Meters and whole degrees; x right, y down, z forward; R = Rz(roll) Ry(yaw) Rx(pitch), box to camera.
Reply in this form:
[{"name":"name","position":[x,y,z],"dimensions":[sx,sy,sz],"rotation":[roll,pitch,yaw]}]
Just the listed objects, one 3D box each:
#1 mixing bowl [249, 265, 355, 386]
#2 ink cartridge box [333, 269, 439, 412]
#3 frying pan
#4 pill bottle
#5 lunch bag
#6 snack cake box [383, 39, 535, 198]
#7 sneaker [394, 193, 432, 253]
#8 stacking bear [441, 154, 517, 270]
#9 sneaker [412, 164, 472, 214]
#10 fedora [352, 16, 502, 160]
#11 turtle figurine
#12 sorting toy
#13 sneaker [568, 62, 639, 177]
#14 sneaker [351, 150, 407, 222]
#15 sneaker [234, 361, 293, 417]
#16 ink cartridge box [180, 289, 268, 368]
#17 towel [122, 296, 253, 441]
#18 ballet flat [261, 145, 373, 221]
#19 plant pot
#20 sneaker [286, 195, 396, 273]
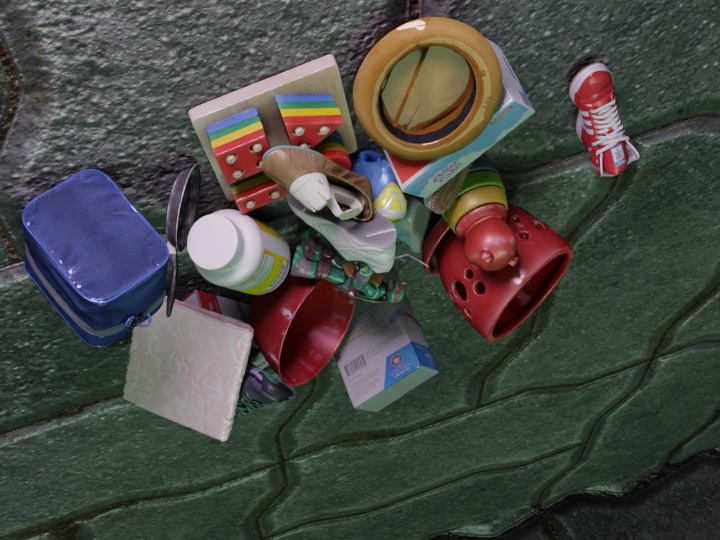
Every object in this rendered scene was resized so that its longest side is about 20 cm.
[{"name":"mixing bowl","position":[-0.106,0.068,1.809],"dimensions":[0.200,0.107,0.202],"rotation":[-44,150,-34]},{"name":"ink cartridge box","position":[0.026,0.114,1.931],"dimensions":[0.143,0.203,0.084],"rotation":[-33,154,22]},{"name":"frying pan","position":[-0.240,-0.047,1.514],"dimensions":[0.030,0.115,0.194],"rotation":[12,106,2]},{"name":"pill bottle","position":[-0.172,-0.027,1.589],"dimensions":[0.103,0.106,0.200],"rotation":[-27,168,9]},{"name":"lunch bag","position":[-0.332,-0.006,1.448],"dimensions":[0.135,0.200,0.133],"rotation":[-33,162,-29]},{"name":"snack cake box","position":[0.122,-0.204,1.529],"dimensions":[0.199,0.116,0.067],"rotation":[-37,153,26]},{"name":"sneaker","position":[0.063,-0.084,1.775],"dimensions":[0.081,0.075,0.200],"rotation":[19,169,13]},{"name":"stacking bear","position":[0.167,-0.089,1.673],"dimensions":[0.120,0.202,0.113],"rotation":[10,139,-45]},{"name":"sneaker","position":[0.120,-0.192,1.618],"dimensions":[0.070,0.108,0.202],"rotation":[21,99,-50]},{"name":"fedora","position":[0.083,-0.240,1.444],"dimensions":[0.196,0.082,0.203],"rotation":[0,127,0]},{"name":"turtle figurine","position":[0.000,0.000,1.694],"dimensions":[0.196,0.102,0.150],"rotation":[16,-168,1]},{"name":"sorting toy","position":[-0.101,-0.162,1.490],"dimensions":[0.196,0.070,0.201],"rotation":[-22,152,-2]},{"name":"sneaker","position":[0.364,-0.216,1.693],"dimensions":[0.070,0.114,0.200],"rotation":[-24,152,3]},{"name":"sneaker","position":[0.006,-0.114,1.660],"dimensions":[0.075,0.107,0.199],"rotation":[5,173,-33]},{"name":"sneaker","position":[-0.164,0.200,1.775],"dimensions":[0.088,0.074,0.200],"rotation":[-58,-164,-7]},{"name":"ink cartridge box","position":[-0.239,0.119,1.866],"dimensions":[0.145,0.084,0.199],"rotation":[-36,149,25]},{"name":"towel","position":[-0.267,0.144,1.750],"dimensions":[0.032,0.188,0.203],"rotation":[-50,158,-63]},{"name":"ballet flat","position":[-0.046,-0.104,1.478],"dimensions":[0.067,0.073,0.199],"rotation":[-36,150,24]},{"name":"plant pot","position":[0.213,-0.020,1.817],"dimensions":[0.199,0.183,0.201],"rotation":[-37,159,-17]},{"name":"sneaker","position":[-0.030,-0.058,1.591],"dimensions":[0.070,0.199,0.081],"rotation":[-39,146,-26]}]
